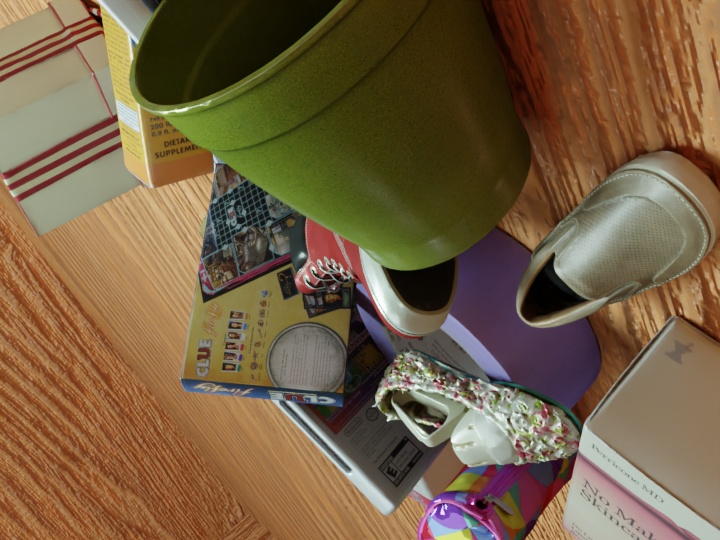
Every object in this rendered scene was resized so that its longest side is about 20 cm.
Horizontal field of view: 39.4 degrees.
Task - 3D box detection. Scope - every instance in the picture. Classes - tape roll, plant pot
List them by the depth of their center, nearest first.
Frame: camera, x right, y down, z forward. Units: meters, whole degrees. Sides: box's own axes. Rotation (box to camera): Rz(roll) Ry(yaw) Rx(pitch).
[{"bbox_3d":[0.002,-0.106,0.597,0.200,0.201,0.193,20,160,51],"label":"plant pot"},{"bbox_3d":[0.094,0.053,0.836,0.200,0.085,0.201,40,158,19],"label":"tape roll"}]

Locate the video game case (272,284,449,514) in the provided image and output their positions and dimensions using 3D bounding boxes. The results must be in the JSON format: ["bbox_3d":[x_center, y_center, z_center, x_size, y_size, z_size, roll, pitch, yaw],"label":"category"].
[{"bbox_3d":[0.011,0.099,0.926,0.182,0.200,0.023,45,131,5],"label":"video game case"}]

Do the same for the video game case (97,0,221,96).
[{"bbox_3d":[-0.130,-0.165,0.701,0.200,0.023,0.182,49,-172,-20],"label":"video game case"}]

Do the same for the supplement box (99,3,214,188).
[{"bbox_3d":[-0.174,-0.178,0.855,0.069,0.066,0.202,33,134,52],"label":"supplement box"}]

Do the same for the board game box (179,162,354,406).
[{"bbox_3d":[-0.071,0.009,0.856,0.134,0.202,0.035,6,155,0],"label":"board game box"}]

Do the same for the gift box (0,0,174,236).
[{"bbox_3d":[-0.311,-0.162,1.092,0.200,0.186,0.185,52,164,34],"label":"gift box"}]

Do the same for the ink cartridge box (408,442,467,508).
[{"bbox_3d":[0.044,0.175,1.168,0.144,0.084,0.201,27,154,42],"label":"ink cartridge box"}]

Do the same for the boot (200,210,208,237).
[{"bbox_3d":[-0.084,-0.009,1.111,0.200,0.066,0.175,45,161,2],"label":"boot"}]

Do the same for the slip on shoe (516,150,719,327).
[{"bbox_3d":[0.152,-0.010,0.629,0.076,0.061,0.200,47,160,-2],"label":"slip on shoe"}]

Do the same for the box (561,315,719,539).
[{"bbox_3d":[0.228,0.150,0.710,0.128,0.109,0.201,37,158,26],"label":"box"}]

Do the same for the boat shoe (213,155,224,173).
[{"bbox_3d":[-0.076,-0.088,0.950,0.090,0.071,0.201,7,140,49],"label":"boat shoe"}]

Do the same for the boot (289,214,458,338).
[{"bbox_3d":[0.000,0.000,0.757,0.145,0.072,0.201,-57,34,36],"label":"boot"}]

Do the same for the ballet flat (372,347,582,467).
[{"bbox_3d":[0.081,0.114,0.763,0.199,0.064,0.076,14,142,56],"label":"ballet flat"}]

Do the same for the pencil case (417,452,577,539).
[{"bbox_3d":[0.128,0.192,0.880,0.088,0.200,0.089,12,114,28],"label":"pencil case"}]
